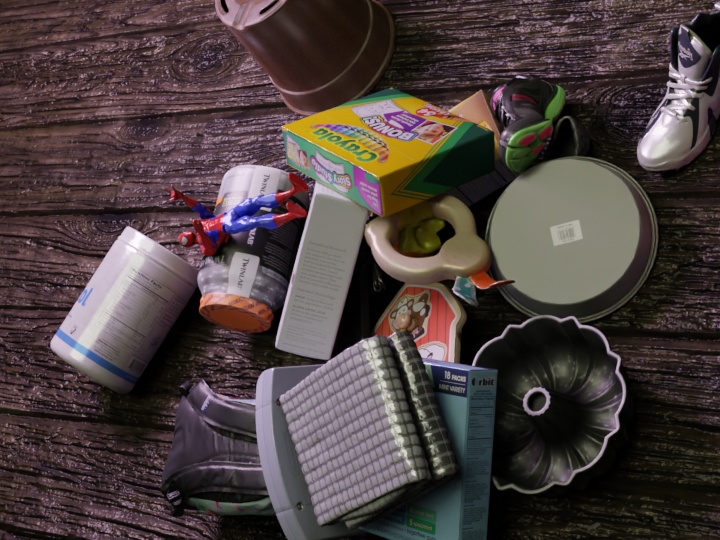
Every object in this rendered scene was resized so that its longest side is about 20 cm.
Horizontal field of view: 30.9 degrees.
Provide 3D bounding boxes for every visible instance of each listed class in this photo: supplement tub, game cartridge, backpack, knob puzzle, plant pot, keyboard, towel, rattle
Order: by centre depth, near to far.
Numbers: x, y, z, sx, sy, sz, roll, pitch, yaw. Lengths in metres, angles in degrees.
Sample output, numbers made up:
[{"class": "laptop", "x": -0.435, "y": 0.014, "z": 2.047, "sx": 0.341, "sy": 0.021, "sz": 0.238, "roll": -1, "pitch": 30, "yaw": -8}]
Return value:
[{"class": "towel", "x": 0.011, "y": 0.174, "z": 1.382, "sx": 0.200, "sy": 0.085, "sz": 0.166, "roll": -40, "pitch": 64, "yaw": 49}, {"class": "game cartridge", "x": -0.053, "y": 0.207, "z": 1.480, "sx": 0.041, "sy": 0.133, "sz": 0.201, "roll": -25, "pitch": 71, "yaw": 42}, {"class": "rattle", "x": 0.101, "y": 0.007, "z": 1.514, "sx": 0.200, "sy": 0.143, "sz": 0.130, "roll": 35, "pitch": 50, "yaw": 30}, {"class": "knob puzzle", "x": 0.048, "y": 0.090, "z": 1.538, "sx": 0.220, "sy": 0.030, "sz": 0.220, "roll": -40, "pitch": 34, "yaw": 35}, {"class": "backpack", "x": -0.132, "y": 0.221, "z": 1.569, "sx": 0.199, "sy": 0.126, "sz": 0.168, "roll": -1, "pitch": 78, "yaw": 37}, {"class": "keyboard", "x": 0.000, "y": 0.000, "z": 1.624, "sx": 0.127, "sy": 0.021, "sz": 0.201, "roll": -35, "pitch": 53, "yaw": 57}, {"class": "supplement tub", "x": -0.144, "y": -0.028, "z": 1.719, "sx": 0.122, "sy": 0.122, "sz": 0.201, "roll": -5, "pitch": 63, "yaw": 33}, {"class": "supplement tub", "x": -0.322, "y": 0.056, "z": 1.794, "sx": 0.132, "sy": 0.132, "sz": 0.200, "roll": 26, "pitch": 81, "yaw": 41}, {"class": "plant pot", "x": -0.084, "y": -0.348, "z": 1.806, "sx": 0.200, "sy": 0.198, "sz": 0.201, "roll": -16, "pitch": 57, "yaw": 27}]

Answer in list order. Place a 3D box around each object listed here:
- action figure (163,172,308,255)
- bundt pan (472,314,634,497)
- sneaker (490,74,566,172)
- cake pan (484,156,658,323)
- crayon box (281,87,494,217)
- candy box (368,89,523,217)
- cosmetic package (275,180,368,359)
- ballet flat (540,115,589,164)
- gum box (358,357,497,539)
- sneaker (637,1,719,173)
[{"class": "action figure", "x": -0.170, "y": -0.075, "z": 1.612, "sx": 0.200, "sy": 0.099, "sz": 0.065, "roll": -22, "pitch": 51, "yaw": 36}, {"class": "bundt pan", "x": 0.204, "y": 0.154, "z": 1.400, "sx": 0.201, "sy": 0.076, "sz": 0.203, "roll": -17, "pitch": 57, "yaw": 27}, {"class": "sneaker", "x": 0.186, "y": -0.178, "z": 1.541, "sx": 0.077, "sy": 0.084, "sz": 0.200, "roll": -61, "pitch": -2, "yaw": 28}, {"class": "cake pan", "x": 0.235, "y": -0.040, "z": 1.476, "sx": 0.200, "sy": 0.037, "sz": 0.201, "roll": -5, "pitch": 73, "yaw": 18}, {"class": "crayon box", "x": 0.032, "y": -0.147, "z": 1.564, "sx": 0.172, "sy": 0.058, "sz": 0.200, "roll": -23, "pitch": 34, "yaw": -30}, {"class": "candy box", "x": 0.097, "y": -0.125, "z": 1.647, "sx": 0.200, "sy": 0.055, "sz": 0.116, "roll": -32, "pitch": 51, "yaw": 19}, {"class": "cosmetic package", "x": -0.045, "y": -0.003, "z": 1.581, "sx": 0.102, "sy": 0.074, "sz": 0.201, "roll": -92, "pitch": 15, "yaw": -76}, {"class": "ballet flat", "x": 0.219, "y": -0.089, "z": 1.538, "sx": 0.066, "sy": 0.057, "sz": 0.201, "roll": 8, "pitch": 71, "yaw": 34}, {"class": "gum box", "x": 0.070, "y": 0.197, "z": 1.408, "sx": 0.170, "sy": 0.044, "sz": 0.201, "roll": 6, "pitch": 92, "yaw": 52}, {"class": "sneaker", "x": 0.365, "y": -0.213, "z": 1.456, "sx": 0.199, "sy": 0.130, "sz": 0.080, "roll": -46, "pitch": 47, "yaw": 5}]
